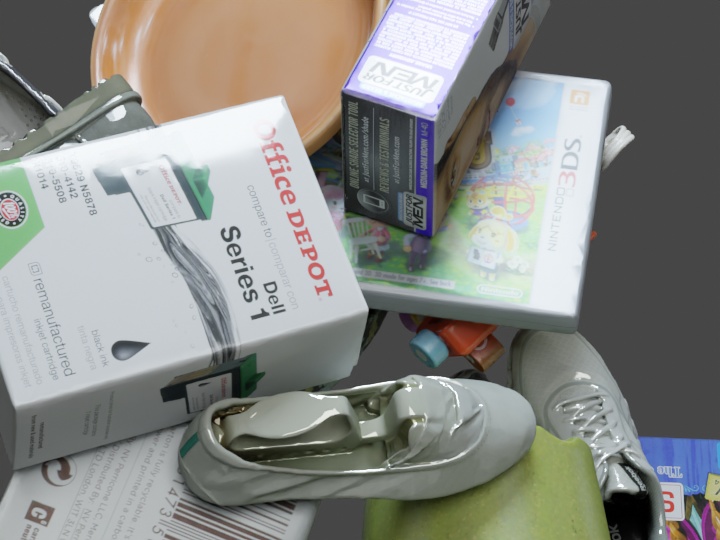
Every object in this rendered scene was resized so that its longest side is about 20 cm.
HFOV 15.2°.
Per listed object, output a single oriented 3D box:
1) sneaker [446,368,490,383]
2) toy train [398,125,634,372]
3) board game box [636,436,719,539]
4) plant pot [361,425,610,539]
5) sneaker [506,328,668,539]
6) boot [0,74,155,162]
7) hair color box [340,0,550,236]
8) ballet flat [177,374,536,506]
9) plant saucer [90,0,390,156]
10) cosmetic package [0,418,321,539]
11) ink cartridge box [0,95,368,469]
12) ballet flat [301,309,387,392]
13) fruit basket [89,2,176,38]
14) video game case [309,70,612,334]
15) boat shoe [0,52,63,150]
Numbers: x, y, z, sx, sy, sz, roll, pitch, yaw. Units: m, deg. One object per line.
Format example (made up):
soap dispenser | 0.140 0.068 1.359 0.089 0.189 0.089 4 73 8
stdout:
sneaker | 0.046 0.157 1.642 0.079 0.075 0.201 26 73 -12
toy train | 0.100 0.001 1.668 0.200 0.150 0.056 -45 100 -20
board game box | 0.184 0.201 1.650 0.199 0.041 0.200 2 68 -7
plant pot | 0.072 0.191 1.518 0.199 0.201 0.185 0 68 -8
sneaker | 0.144 0.114 1.616 0.075 0.081 0.201 -15 68 -12
boot | -0.132 0.006 1.536 0.182 0.073 0.200 -39 80 -8
hair color box | 0.054 -0.132 1.589 0.065 0.110 0.200 19 56 15
ballet flat | 0.002 0.086 1.440 0.199 0.069 0.070 -6 69 -11
plant saucer | -0.069 -0.138 1.626 0.199 0.037 0.201 -10 65 23
cosmetic package | -0.125 0.169 1.532 0.164 0.200 0.165 22 66 0
ink cartridge box | -0.112 0.004 1.450 0.199 0.084 0.147 -16 66 -16
ballet flat | 0.000 0.000 1.689 0.069 0.071 0.200 40 69 7
fruit basket | -0.048 -0.126 1.713 0.185 0.094 0.200 -24 62 -16
video game case | 0.041 -0.052 1.611 0.199 0.022 0.183 7 53 6
boat shoe | -0.196 -0.067 1.619 0.074 0.060 0.200 -37 74 -7
